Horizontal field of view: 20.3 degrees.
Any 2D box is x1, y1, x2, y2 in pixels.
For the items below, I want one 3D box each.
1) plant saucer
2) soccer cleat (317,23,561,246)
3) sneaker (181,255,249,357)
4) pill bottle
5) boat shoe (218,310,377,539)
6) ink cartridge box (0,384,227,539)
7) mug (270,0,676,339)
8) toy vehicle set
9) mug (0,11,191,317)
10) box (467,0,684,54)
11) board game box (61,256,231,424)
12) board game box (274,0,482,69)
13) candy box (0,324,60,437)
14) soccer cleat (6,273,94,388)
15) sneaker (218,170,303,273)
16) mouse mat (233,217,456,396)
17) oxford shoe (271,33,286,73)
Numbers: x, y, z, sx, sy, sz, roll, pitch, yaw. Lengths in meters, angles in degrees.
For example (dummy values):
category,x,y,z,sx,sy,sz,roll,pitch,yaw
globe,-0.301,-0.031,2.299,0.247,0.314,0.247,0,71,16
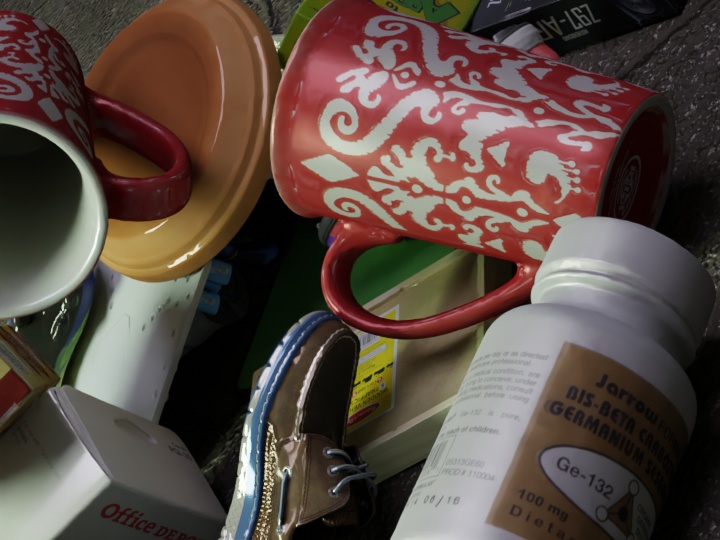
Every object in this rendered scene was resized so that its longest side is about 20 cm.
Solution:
category,x,y,z,sx,sy,sz,roll,pitch,yaw
plant saucer,-0.133,-0.093,1.348,0.199,0.037,0.202,-15,67,41
soccer cleat,0.054,-0.067,1.271,0.200,0.073,0.068,-43,-6,24
sneaker,-0.137,-0.011,1.498,0.087,0.074,0.201,-42,27,23
pill bottle,0.100,0.080,0.984,0.114,0.114,0.201,-9,47,51
boat shoe,-0.028,0.125,1.143,0.072,0.072,0.202,15,90,30
ink cartridge box,-0.198,0.181,1.243,0.200,0.146,0.083,-44,58,9
mug,0.067,-0.052,1.150,0.199,0.179,0.133,16,33,27
toy vehicle set,0.008,0.072,1.217,0.199,0.026,0.125,-31,35,31
mug,-0.211,-0.068,1.278,0.134,0.177,0.200,-56,22,20
box,0.171,-0.240,1.361,0.160,0.043,0.201,-15,42,47
board game box,-0.165,0.067,1.414,0.200,0.026,0.201,24,96,61
board game box,0.025,-0.182,1.382,0.048,0.101,0.200,-60,0,39
candy box,-0.248,0.091,1.231,0.115,0.055,0.200,-44,1,-4
soccer cleat,-0.240,0.071,1.478,0.084,0.064,0.201,-63,-4,-70
sneaker,-0.100,-0.055,1.377,0.198,0.080,0.116,-13,61,42
mouse mat,0.000,0.000,1.349,0.199,0.008,0.162,-22,37,43
oxford shoe,-0.067,-0.144,1.574,0.199,0.076,0.058,-14,7,46
